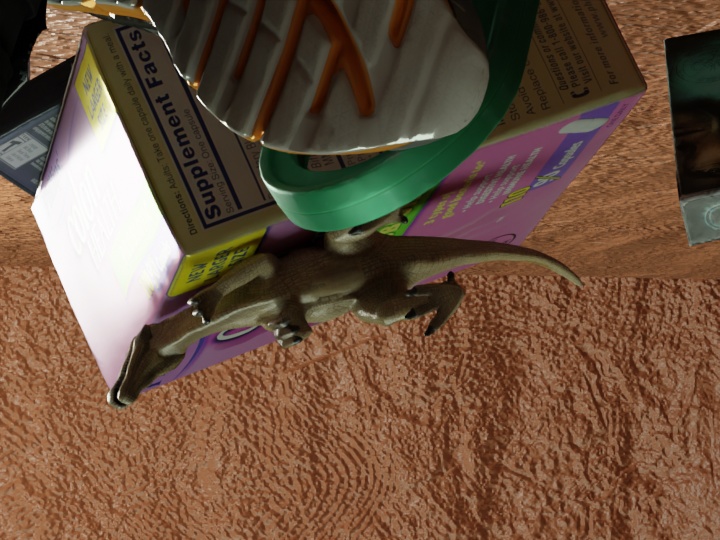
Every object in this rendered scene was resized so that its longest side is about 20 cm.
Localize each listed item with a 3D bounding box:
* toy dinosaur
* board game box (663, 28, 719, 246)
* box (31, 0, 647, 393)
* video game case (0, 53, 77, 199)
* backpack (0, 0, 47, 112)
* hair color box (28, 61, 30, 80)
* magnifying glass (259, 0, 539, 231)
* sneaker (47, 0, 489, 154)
[{"bbox_3d":[0.000,0.000,0.914,0.199,0.058,0.101,-14,179,-17],"label":"toy dinosaur"},{"bbox_3d":[0.233,-0.075,1.059,0.199,0.028,0.135,-10,-147,10],"label":"board game box"},{"bbox_3d":[-0.015,-0.048,0.989,0.199,0.097,0.176,-20,166,-21],"label":"box"},{"bbox_3d":[-0.057,-0.087,1.022,0.200,0.019,0.143,-29,167,4],"label":"video game case"},{"bbox_3d":[-0.153,-0.092,0.651,0.153,0.176,0.200,17,177,4],"label":"backpack"},{"bbox_3d":[-0.197,-0.100,0.978,0.060,0.099,0.200,-2,175,17],"label":"hair color box"},{"bbox_3d":[0.038,-0.087,0.744,0.079,0.200,0.022,0,133,48],"label":"magnifying glass"},{"bbox_3d":[-0.026,-0.087,0.721,0.077,0.079,0.200,9,-162,-45],"label":"sneaker"}]
